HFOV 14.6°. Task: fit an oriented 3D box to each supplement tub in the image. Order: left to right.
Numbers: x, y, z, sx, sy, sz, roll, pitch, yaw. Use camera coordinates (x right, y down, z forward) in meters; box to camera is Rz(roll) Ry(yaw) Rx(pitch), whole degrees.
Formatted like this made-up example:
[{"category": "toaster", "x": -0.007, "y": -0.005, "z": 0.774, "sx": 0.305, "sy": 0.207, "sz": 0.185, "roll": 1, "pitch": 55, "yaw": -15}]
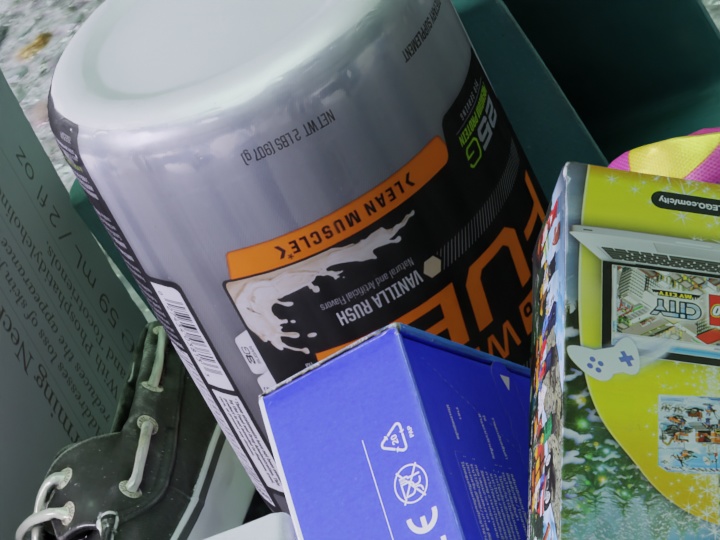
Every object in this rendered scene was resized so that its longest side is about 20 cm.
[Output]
[{"category": "supplement tub", "x": 0.000, "y": 0.000, "z": 0.851, "sx": 0.122, "sy": 0.200, "sz": 0.123, "roll": -21, "pitch": 31, "yaw": 13}]

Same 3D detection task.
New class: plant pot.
[{"category": "plant pot", "x": 0.009, "y": -0.050, "z": 0.990, "sx": 0.200, "sy": 0.141, "sz": 0.142, "roll": -19, "pitch": 30, "yaw": 29}]

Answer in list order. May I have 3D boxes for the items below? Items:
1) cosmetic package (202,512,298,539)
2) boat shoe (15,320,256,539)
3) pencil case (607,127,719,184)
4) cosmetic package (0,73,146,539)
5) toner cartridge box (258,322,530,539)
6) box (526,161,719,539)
[{"category": "cosmetic package", "x": -0.058, "y": 0.197, "z": 0.629, "sx": 0.167, "sy": 0.167, "sz": 0.200, "roll": -20, "pitch": 30, "yaw": 14}, {"category": "boat shoe", "x": -0.076, "y": 0.088, "z": 0.893, "sx": 0.071, "sy": 0.064, "sz": 0.200, "roll": -60, "pitch": 5, "yaw": 33}, {"category": "pencil case", "x": 0.115, "y": 0.057, "z": 0.703, "sx": 0.088, "sy": 0.088, "sz": 0.201, "roll": -15, "pitch": 71, "yaw": 21}, {"category": "cosmetic package", "x": -0.195, "y": 0.044, "z": 0.960, "sx": 0.166, "sy": 0.168, "sz": 0.200, "roll": -14, "pitch": 33, "yaw": 22}, {"category": "toner cartridge box", "x": 0.044, "y": 0.117, "z": 0.639, "sx": 0.043, "sy": 0.095, "sz": 0.200, "roll": -28, "pitch": 64, "yaw": 24}, {"category": "box", "x": 0.137, "y": 0.053, "z": 0.623, "sx": 0.199, "sy": 0.038, "sz": 0.137, "roll": 8, "pitch": 52, "yaw": -5}]
